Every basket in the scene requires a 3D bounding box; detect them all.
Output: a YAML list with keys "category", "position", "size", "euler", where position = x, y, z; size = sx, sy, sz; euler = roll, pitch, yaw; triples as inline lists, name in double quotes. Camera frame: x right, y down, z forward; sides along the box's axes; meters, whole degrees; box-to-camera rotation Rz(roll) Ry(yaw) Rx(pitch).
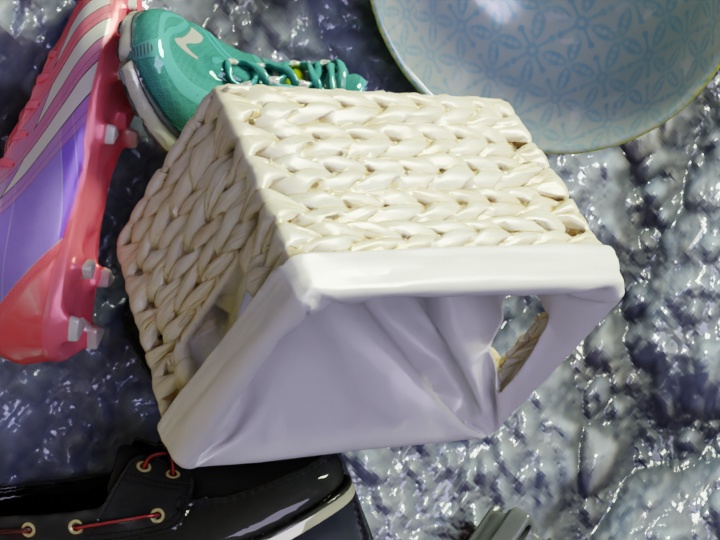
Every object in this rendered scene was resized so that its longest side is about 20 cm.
- category: "basket"
  position: [0.000, 0.000, 0.794]
  size: [0.198, 0.136, 0.124]
  euler: [-1, 53, -38]

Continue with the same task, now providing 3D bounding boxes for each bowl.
- category: "bowl"
  position: [0.111, -0.174, 0.902]
  size: [0.202, 0.198, 0.108]
  euler: [62, 26, -17]

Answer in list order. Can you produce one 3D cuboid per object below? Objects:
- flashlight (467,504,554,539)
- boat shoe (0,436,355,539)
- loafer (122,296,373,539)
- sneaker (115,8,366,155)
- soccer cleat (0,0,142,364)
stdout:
- category: "flashlight"
  position: [0.040, 0.228, 0.938]
  size: [0.068, 0.068, 0.201]
  euler: [44, 70, -18]
- category: "boat shoe"
  position: [-0.103, 0.115, 0.815]
  size: [0.199, 0.074, 0.064]
  euler: [-14, 98, 3]
- category: "loafer"
  position: [-0.052, 0.088, 0.872]
  size: [0.068, 0.070, 0.202]
  euler: [-39, 110, -19]
- category: "sneaker"
  position: [-0.039, -0.084, 0.833]
  size: [0.199, 0.079, 0.078]
  euler: [21, 54, -48]
- category: "soccer cleat"
  position: [-0.149, -0.055, 0.819]
  size: [0.075, 0.067, 0.203]
  euler: [7, 80, 8]
